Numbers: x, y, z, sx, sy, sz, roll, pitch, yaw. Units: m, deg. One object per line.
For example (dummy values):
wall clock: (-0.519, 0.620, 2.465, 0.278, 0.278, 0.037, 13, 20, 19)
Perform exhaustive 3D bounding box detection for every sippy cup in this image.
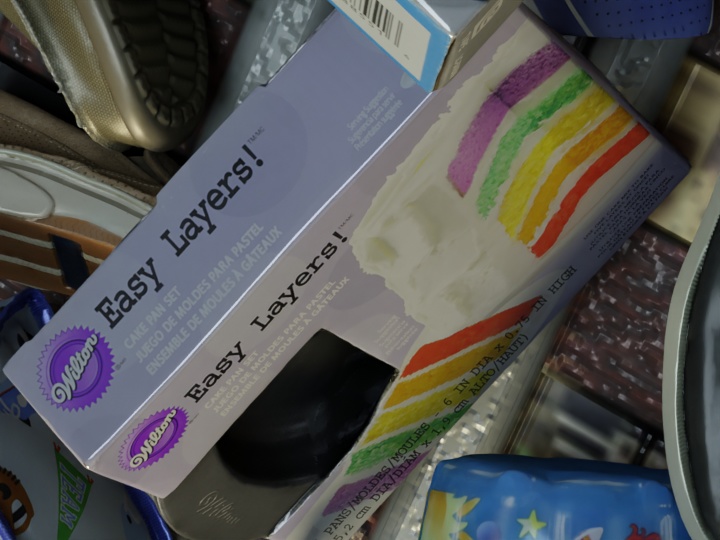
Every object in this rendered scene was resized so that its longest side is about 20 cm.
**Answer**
sippy cup: (0.068, 0.130, 0.967, 0.139, 0.177, 0.131, 2, 88, 51)

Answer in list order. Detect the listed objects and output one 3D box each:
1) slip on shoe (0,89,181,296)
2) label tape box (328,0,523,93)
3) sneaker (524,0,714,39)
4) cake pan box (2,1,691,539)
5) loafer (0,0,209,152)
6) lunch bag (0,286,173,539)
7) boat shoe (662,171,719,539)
slip on shoe: (-0.078, -0.016, 1.040, 0.199, 0.076, 0.061, 17, 61, 12)
label tape box: (0.036, -0.174, 0.803, 0.144, 0.063, 0.200, 41, 79, 6)
sneaker: (0.084, -0.172, 0.904, 0.115, 0.080, 0.201, -172, 74, -68)
cake pan box: (0.000, 0.000, 0.911, 0.200, 0.184, 0.052, -46, 61, 5)
loafer: (-0.120, -0.125, 1.038, 0.067, 0.076, 0.201, -32, 75, 25)
lunch bag: (-0.157, 0.138, 1.069, 0.169, 0.124, 0.201, -22, 103, 25)
boat shoe: (0.148, 0.002, 0.914, 0.068, 0.071, 0.201, 19, 97, 60)
